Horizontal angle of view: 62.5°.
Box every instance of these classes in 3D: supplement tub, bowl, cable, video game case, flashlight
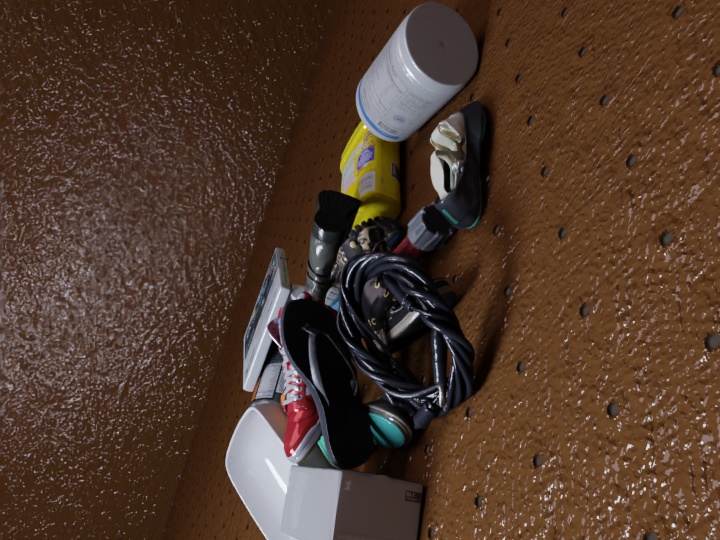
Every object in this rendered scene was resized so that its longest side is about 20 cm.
[{"bbox_3d":[-0.125,0.209,1.049,0.123,0.119,0.205,-48,24,52],"label":"supplement tub"},{"bbox_3d":[-0.113,0.310,0.898,0.201,0.074,0.202,47,132,21],"label":"bowl"},{"bbox_3d":[0.039,0.064,0.640,0.203,0.050,0.164,58,144,17],"label":"cable"},{"bbox_3d":[-0.172,0.083,1.077,0.183,0.023,0.205,-115,45,-65],"label":"video game case"},{"bbox_3d":[0.056,-0.019,0.827,0.200,0.066,0.070,131,153,-54],"label":"flashlight"},{"bbox_3d":[0.081,-0.300,0.926,0.199,0.128,0.136,151,135,-65],"label":"supplement tub"}]

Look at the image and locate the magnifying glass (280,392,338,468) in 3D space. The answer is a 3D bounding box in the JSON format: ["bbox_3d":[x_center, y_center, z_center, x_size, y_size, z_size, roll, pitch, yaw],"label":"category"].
[{"bbox_3d":[-0.057,0.199,0.789,0.198,0.022,0.083,10,102,59],"label":"magnifying glass"}]

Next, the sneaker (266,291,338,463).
[{"bbox_3d":[-0.078,0.121,0.732,0.071,0.112,0.204,-29,31,45],"label":"sneaker"}]

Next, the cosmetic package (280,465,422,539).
[{"bbox_3d":[-0.017,0.279,0.693,0.199,0.104,0.093,147,136,-66],"label":"cosmetic package"}]

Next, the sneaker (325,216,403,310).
[{"bbox_3d":[0.000,0.000,0.965,0.200,0.089,0.079,-47,35,11],"label":"sneaker"}]

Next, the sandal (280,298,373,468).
[{"bbox_3d":[-0.031,0.123,0.687,0.205,0.074,0.043,66,151,9],"label":"sandal"}]

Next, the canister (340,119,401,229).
[{"bbox_3d":[0.016,-0.157,1.064,0.149,0.084,0.205,-51,28,45],"label":"canister"}]

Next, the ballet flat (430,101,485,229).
[{"bbox_3d":[0.121,-0.148,0.751,0.073,0.071,0.206,134,149,-54],"label":"ballet flat"}]

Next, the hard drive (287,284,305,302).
[{"bbox_3d":[-0.093,0.081,1.087,0.199,0.128,0.027,143,142,-62],"label":"hard drive"}]

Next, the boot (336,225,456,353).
[{"bbox_3d":[0.036,0.015,0.752,0.155,0.071,0.201,67,154,17],"label":"boot"}]

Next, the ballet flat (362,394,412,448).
[{"bbox_3d":[0.016,0.189,0.758,0.064,0.068,0.199,-45,3,-33],"label":"ballet flat"}]

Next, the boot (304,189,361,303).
[{"bbox_3d":[-0.052,-0.037,0.905,0.201,0.065,0.134,-72,-3,-64],"label":"boot"}]
